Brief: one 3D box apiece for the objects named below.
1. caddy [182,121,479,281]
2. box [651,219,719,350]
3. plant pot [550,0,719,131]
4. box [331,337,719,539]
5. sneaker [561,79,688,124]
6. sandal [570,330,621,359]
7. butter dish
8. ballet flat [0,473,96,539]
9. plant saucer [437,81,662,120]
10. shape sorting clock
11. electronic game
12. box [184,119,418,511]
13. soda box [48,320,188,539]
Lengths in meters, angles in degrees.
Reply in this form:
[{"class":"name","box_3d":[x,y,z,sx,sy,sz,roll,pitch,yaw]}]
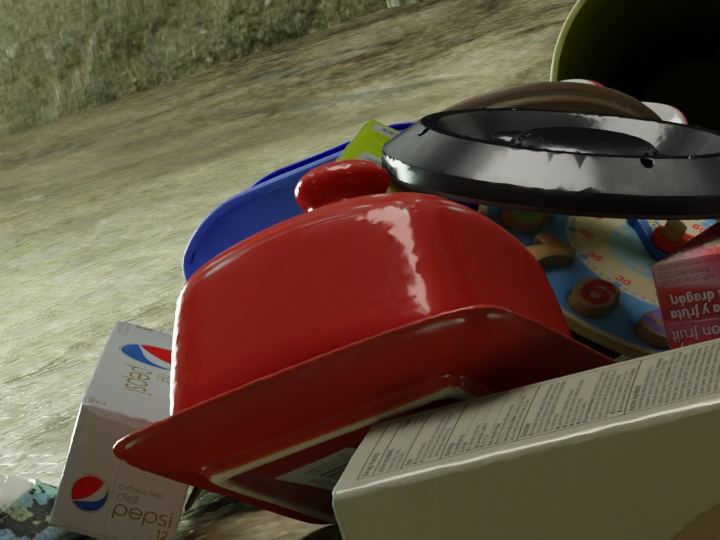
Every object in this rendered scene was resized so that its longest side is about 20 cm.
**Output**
[{"class":"caddy","box_3d":[0.000,0.000,1.645,0.200,0.142,0.105,-21,0,23]},{"class":"box","box_3d":[0.250,0.015,1.375,0.200,0.096,0.100,-9,9,29]},{"class":"plant pot","box_3d":[0.225,-0.112,1.979,0.187,0.188,0.200,-13,-5,6]},{"class":"box","box_3d":[0.098,0.087,1.192,0.200,0.078,0.095,-15,13,16]},{"class":"sneaker","box_3d":[0.102,-0.085,1.809,0.115,0.079,0.200,6,-2,-32]},{"class":"sandal","box_3d":[0.138,0.008,1.661,0.043,0.076,0.200,4,7,29]},{"class":"butter dish","box_3d":[0.004,0.020,1.340,0.199,0.148,0.200,-22,-23,24]},{"class":"ballet flat","box_3d":[-0.226,0.130,1.493,0.200,0.074,0.074,-17,10,-19]},{"class":"plant saucer","box_3d":[0.094,-0.031,1.724,0.200,0.200,0.030,-14,50,-2]},{"class":"shape sorting clock","box_3d":[0.159,-0.008,1.549,0.199,0.039,0.200,15,28,-8]},{"class":"electronic game","box_3d":[0.110,-0.049,1.459,0.199,0.042,0.200,3,11,-1]},{"class":"box","box_3d":[-0.024,0.029,1.531,0.048,0.200,0.122,24,16,3]},{"class":"soda box","box_3d":[-0.114,0.084,1.532,0.064,0.068,0.200,15,11,-3]}]
